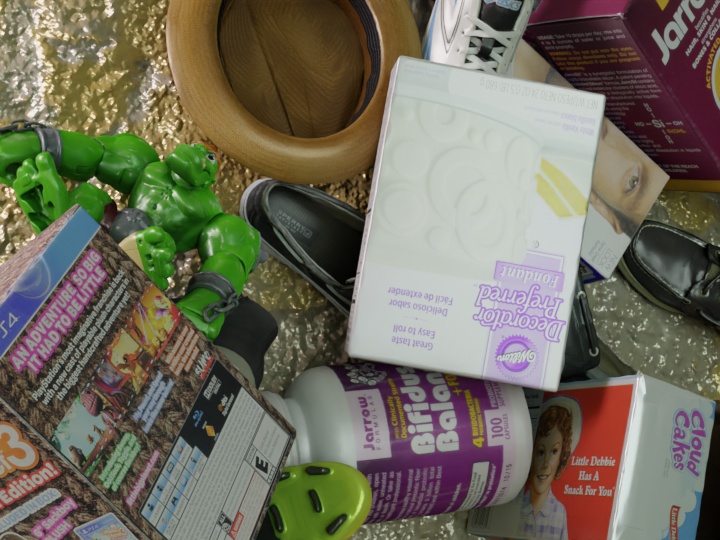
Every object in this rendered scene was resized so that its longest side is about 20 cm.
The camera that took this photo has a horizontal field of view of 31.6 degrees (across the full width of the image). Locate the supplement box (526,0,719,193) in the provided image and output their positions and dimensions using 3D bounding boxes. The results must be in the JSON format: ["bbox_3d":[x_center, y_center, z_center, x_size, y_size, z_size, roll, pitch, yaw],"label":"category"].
[{"bbox_3d":[0.243,-0.175,1.011,0.200,0.103,0.131,45,68,-32],"label":"supplement box"}]

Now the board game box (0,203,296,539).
[{"bbox_3d":[-0.151,0.094,0.729,0.200,0.097,0.160,48,29,-16],"label":"board game box"}]

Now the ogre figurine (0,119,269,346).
[{"bbox_3d":[-0.146,-0.036,0.847,0.120,0.199,0.099,-31,136,-56],"label":"ogre figurine"}]

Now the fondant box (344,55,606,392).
[{"bbox_3d":[0.076,-0.030,0.858,0.143,0.058,0.202,10,89,-4],"label":"fondant box"}]

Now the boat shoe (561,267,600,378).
[{"bbox_3d":[0.134,-0.020,0.927,0.056,0.069,0.202,-5,87,-16],"label":"boat shoe"}]

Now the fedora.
[{"bbox_3d":[-0.051,-0.150,0.921,0.199,0.082,0.203,4,74,-13],"label":"fedora"}]

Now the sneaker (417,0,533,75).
[{"bbox_3d":[0.084,-0.168,0.918,0.071,0.072,0.202,13,89,-15],"label":"sneaker"}]

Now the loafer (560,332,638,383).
[{"bbox_3d":[0.147,0.027,0.986,0.200,0.075,0.070,42,74,-12],"label":"loafer"}]

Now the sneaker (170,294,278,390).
[{"bbox_3d":[-0.158,0.048,0.867,0.198,0.106,0.075,14,112,5],"label":"sneaker"}]

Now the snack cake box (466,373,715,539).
[{"bbox_3d":[0.158,0.143,0.905,0.067,0.200,0.116,19,76,-19],"label":"snack cake box"}]

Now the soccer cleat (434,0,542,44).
[{"bbox_3d":[0.125,-0.229,1.009,0.198,0.086,0.071,10,78,-21],"label":"soccer cleat"}]

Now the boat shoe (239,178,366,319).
[{"bbox_3d":[0.000,0.000,0.927,0.199,0.071,0.073,29,83,-12],"label":"boat shoe"}]

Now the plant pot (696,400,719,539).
[{"bbox_3d":[0.316,0.213,0.983,0.174,0.199,0.202,16,76,-36],"label":"plant pot"}]

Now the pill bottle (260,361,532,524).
[{"bbox_3d":[0.011,0.120,0.894,0.198,0.112,0.113,-4,84,-21],"label":"pill bottle"}]

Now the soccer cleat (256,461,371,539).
[{"bbox_3d":[-0.067,0.188,0.831,0.200,0.084,0.065,-39,62,16],"label":"soccer cleat"}]

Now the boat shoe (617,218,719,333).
[{"bbox_3d":[0.303,0.014,1.058,0.200,0.066,0.072,32,72,-15],"label":"boat shoe"}]

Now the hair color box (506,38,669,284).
[{"bbox_3d":[0.136,-0.093,1.007,0.200,0.065,0.110,40,70,-14],"label":"hair color box"}]
